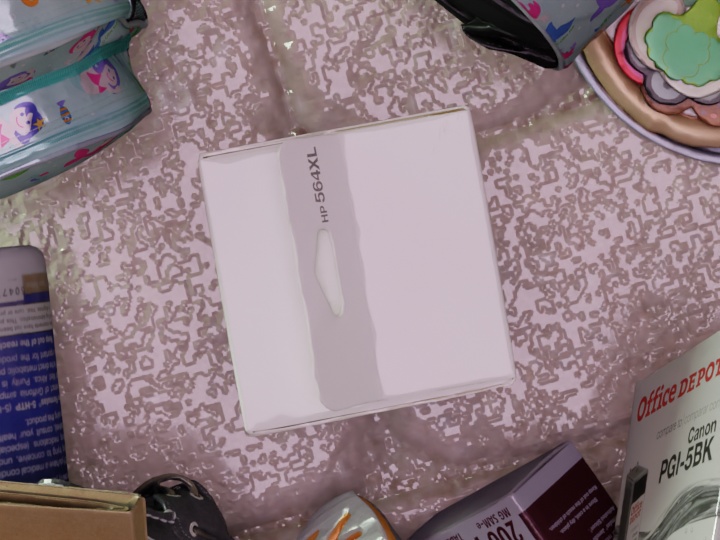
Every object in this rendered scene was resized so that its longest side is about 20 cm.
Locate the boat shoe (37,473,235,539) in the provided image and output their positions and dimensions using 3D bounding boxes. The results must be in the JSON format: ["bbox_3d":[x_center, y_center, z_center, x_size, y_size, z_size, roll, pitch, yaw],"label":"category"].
[{"bbox_3d":[-0.087,0.134,1.094,0.200,0.070,0.067,32,59,-36],"label":"boat shoe"}]

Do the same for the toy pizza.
[{"bbox_3d":[0.196,-0.153,1.146,0.199,0.032,0.202,0,91,0],"label":"toy pizza"}]

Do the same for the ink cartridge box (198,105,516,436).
[{"bbox_3d":[0.000,0.000,1.064,0.124,0.200,0.130,-11,91,0],"label":"ink cartridge box"}]

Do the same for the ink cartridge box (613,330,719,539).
[{"bbox_3d":[0.165,0.136,0.998,0.082,0.147,0.201,14,72,-9],"label":"ink cartridge box"}]

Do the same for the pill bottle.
[{"bbox_3d":[-0.202,0.093,1.106,0.119,0.120,0.202,-6,90,0],"label":"pill bottle"}]

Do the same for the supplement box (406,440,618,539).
[{"bbox_3d":[0.110,0.195,1.109,0.109,0.061,0.201,-35,90,44],"label":"supplement box"}]

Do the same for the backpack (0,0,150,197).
[{"bbox_3d":[-0.187,-0.107,1.056,0.177,0.200,0.151,-22,90,0],"label":"backpack"}]

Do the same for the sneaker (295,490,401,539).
[{"bbox_3d":[0.021,0.198,1.077,0.078,0.077,0.201,-36,57,27],"label":"sneaker"}]

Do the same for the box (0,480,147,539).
[{"bbox_3d":[-0.171,0.186,1.041,0.162,0.021,0.201,3,115,10],"label":"box"}]

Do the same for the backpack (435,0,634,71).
[{"bbox_3d":[0.061,-0.196,1.071,0.150,0.178,0.200,-39,82,2],"label":"backpack"}]
